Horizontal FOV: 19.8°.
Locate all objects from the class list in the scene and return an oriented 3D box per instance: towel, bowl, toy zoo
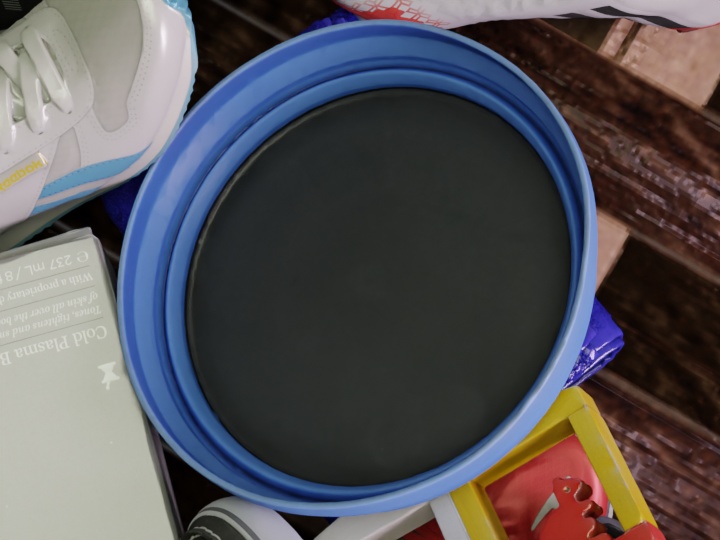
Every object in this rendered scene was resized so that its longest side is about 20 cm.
[{"bbox_3d":[-0.003,-0.003,0.878,0.147,0.050,0.200,-37,73,-5],"label":"towel"},{"bbox_3d":[0.000,0.000,0.818,0.199,0.039,0.202,-7,70,20],"label":"bowl"},{"bbox_3d":[0.059,0.135,0.780,0.131,0.020,0.201,-31,61,13],"label":"toy zoo"}]

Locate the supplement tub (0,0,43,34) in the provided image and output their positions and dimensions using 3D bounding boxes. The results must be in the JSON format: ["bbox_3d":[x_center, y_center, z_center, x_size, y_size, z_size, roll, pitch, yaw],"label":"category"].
[{"bbox_3d":[-0.131,-0.164,0.880,0.199,0.123,0.123,-17,82,-1],"label":"supplement tub"}]

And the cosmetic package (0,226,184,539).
[{"bbox_3d":[-0.130,0.098,0.864,0.106,0.090,0.201,-17,80,-5],"label":"cosmetic package"}]

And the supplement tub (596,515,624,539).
[{"bbox_3d":[0.098,0.210,0.819,0.122,0.123,0.201,27,86,4],"label":"supplement tub"}]

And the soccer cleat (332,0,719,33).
[{"bbox_3d":[0.078,-0.138,0.880,0.198,0.085,0.069,4,77,-8],"label":"soccer cleat"}]

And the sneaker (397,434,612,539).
[{"bbox_3d":[0.030,0.141,0.855,0.200,0.085,0.077,-42,84,-4],"label":"sneaker"}]

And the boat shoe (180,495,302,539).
[{"bbox_3d":[-0.035,0.181,0.775,0.066,0.070,0.201,-6,68,-39],"label":"boat shoe"}]

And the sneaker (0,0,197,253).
[{"bbox_3d":[-0.144,-0.057,0.839,0.200,0.081,0.077,-38,72,32],"label":"sneaker"}]
